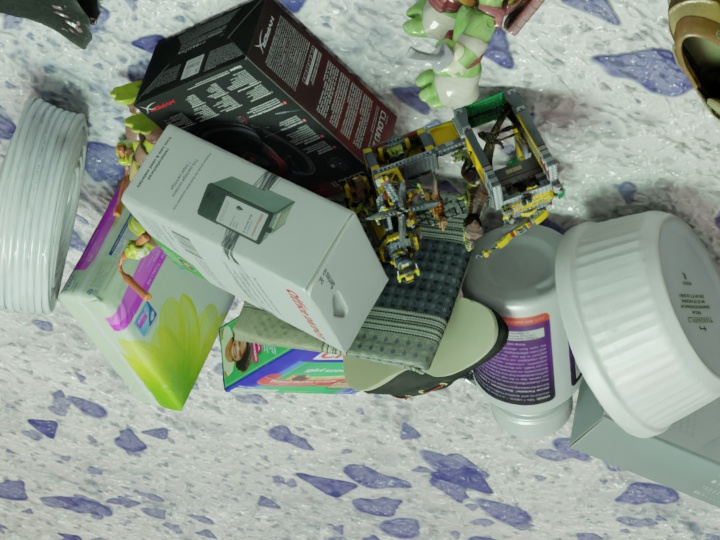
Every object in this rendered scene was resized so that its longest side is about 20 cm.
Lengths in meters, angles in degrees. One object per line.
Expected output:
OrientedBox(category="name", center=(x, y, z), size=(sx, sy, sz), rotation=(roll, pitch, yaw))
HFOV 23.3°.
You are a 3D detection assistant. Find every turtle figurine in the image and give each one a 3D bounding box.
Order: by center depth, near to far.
OrientedBox(category="turtle figurine", center=(0.051, -0.211, 1.311), size=(0.144, 0.199, 0.194), rotation=(46, 157, 15))
OrientedBox(category="turtle figurine", center=(-0.197, -0.081, 1.616), size=(0.064, 0.201, 0.162), rotation=(-3, 130, -9))

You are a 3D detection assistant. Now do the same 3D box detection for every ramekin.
OrientedBox(category="ramekin", center=(0.263, 0.039, 1.561), size=(0.094, 0.204, 0.202), rotation=(-24, 133, 28))

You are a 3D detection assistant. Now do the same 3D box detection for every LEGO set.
OrientedBox(category="LEGO set", center=(0.093, -0.054, 1.492), size=(0.198, 0.116, 0.155), rotation=(-15, 140, -11))

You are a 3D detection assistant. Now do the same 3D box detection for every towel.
OrientedBox(category="towel", center=(0.000, 0.000, 1.594), size=(0.198, 0.194, 0.035), rotation=(9, 150, 20))

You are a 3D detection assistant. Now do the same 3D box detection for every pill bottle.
OrientedBox(category="pill bottle", center=(0.157, 0.063, 1.655), size=(0.110, 0.112, 0.201), rotation=(5, 135, 16))

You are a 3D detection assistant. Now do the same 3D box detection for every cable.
OrientedBox(category="cable", center=(-0.305, -0.059, 1.646), size=(0.068, 0.201, 0.201), rotation=(12, 126, -5))

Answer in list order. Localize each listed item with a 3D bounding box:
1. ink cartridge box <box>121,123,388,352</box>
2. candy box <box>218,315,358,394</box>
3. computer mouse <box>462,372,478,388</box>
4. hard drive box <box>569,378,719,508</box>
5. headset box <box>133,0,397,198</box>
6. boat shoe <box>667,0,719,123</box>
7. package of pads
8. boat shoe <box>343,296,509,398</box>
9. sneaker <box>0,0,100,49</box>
OrientedBox(category="ink cartridge box", center=(-0.087, -0.026, 1.512), size=(0.199, 0.085, 0.146), rotation=(26, 165, 23))
OrientedBox(category="candy box", center=(-0.024, 0.064, 1.770), size=(0.168, 0.078, 0.200), rotation=(3, 157, -33))
OrientedBox(category="computer mouse", center=(0.137, 0.092, 1.788), size=(0.198, 0.044, 0.110), rotation=(-3, 158, -22))
OrientedBox(category="hard drive box", center=(0.317, 0.128, 1.701), size=(0.198, 0.157, 0.077), rotation=(22, 148, -11))
OrientedBox(category="headset box", center=(-0.076, -0.134, 1.542), size=(0.148, 0.076, 0.200), rotation=(-16, 136, 41))
OrientedBox(category="boat shoe", center=(0.292, -0.147, 1.364), size=(0.075, 0.074, 0.200), rotation=(-12, 139, 37))
OrientedBox(category="package of pads", center=(-0.211, 0.023, 1.772), size=(0.068, 0.155, 0.201), rotation=(8, 147, 28))
OrientedBox(category="boat shoe", center=(0.068, 0.072, 1.613), size=(0.063, 0.075, 0.201), rotation=(11, 159, -37))
OrientedBox(category="sneaker", center=(-0.312, -0.260, 1.466), size=(0.198, 0.060, 0.105), rotation=(16, 144, -7))
